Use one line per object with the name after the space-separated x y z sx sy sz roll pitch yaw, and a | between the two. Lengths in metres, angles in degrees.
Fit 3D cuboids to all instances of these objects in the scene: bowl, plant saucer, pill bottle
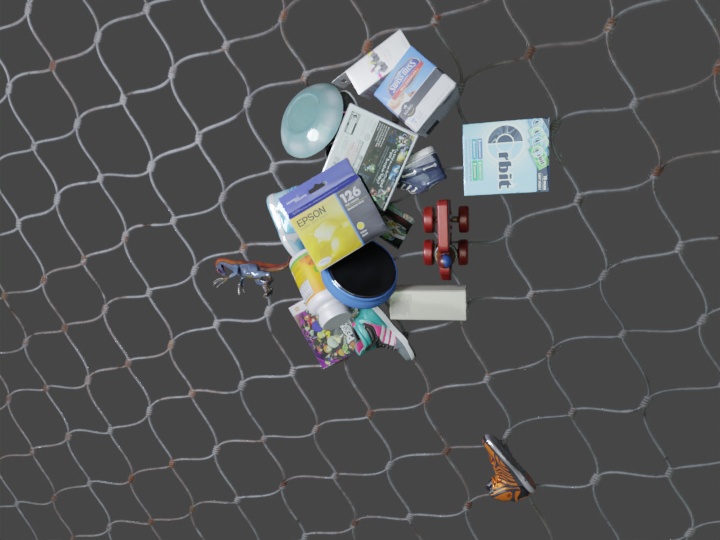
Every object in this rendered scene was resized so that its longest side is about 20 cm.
0.000 0.000 1.351 0.200 0.201 0.039 32 143 6 | bowl
-0.134 -0.382 1.332 0.200 0.039 0.203 -10 72 32 | plant saucer
-0.099 0.047 1.383 0.111 0.111 0.201 -36 64 18 | pill bottle

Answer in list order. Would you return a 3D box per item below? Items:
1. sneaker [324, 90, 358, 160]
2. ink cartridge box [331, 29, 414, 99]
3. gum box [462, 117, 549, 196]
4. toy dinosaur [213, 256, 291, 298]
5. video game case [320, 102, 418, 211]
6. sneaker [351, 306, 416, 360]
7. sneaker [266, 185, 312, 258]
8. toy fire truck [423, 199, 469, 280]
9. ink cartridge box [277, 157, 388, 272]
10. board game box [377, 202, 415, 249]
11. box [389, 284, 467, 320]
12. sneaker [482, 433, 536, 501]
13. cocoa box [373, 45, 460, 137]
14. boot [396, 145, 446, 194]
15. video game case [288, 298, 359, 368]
-0.046 -0.350 1.336 0.070 0.099 0.202 4 101 15 | sneaker
0.040 -0.476 1.280 0.199 0.115 0.068 -31 92 19 | ink cartridge box
0.347 -0.270 1.281 0.198 0.045 0.172 -1 101 13 | gum box
-0.320 0.002 1.510 0.181 0.105 0.200 38 70 17 | toy dinosaur
0.018 -0.271 1.290 0.181 0.023 0.201 24 104 -3 | video game case
0.047 0.188 1.400 0.121 0.084 0.200 -43 100 -11 | sneaker
-0.156 -0.131 1.419 0.130 0.080 0.201 -24 95 19 | sneaker
0.203 -0.074 1.292 0.111 0.168 0.202 1 101 14 | toy fire truck
-0.064 -0.133 1.278 0.197 0.047 0.201 -31 102 -1 | ink cartridge box
0.036 -0.145 1.371 0.199 0.024 0.105 34 141 5 | board game box
0.176 0.081 1.383 0.198 0.068 0.083 1 102 14 | box
0.365 0.538 1.423 0.112 0.078 0.200 -39 90 17 | sneaker
0.134 -0.402 1.226 0.131 0.200 0.134 42 107 3 | cocoa box
0.112 -0.223 1.334 0.199 0.073 0.091 -27 88 17 | boot
-0.075 0.146 1.476 0.180 0.036 0.201 -28 93 17 | video game case
